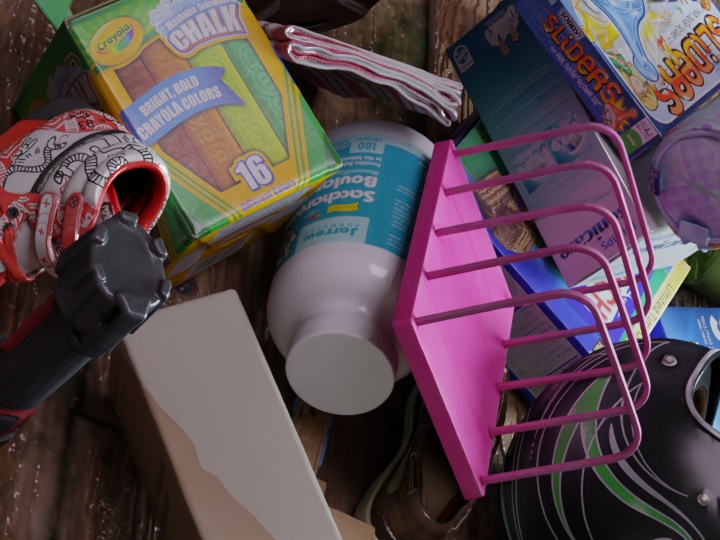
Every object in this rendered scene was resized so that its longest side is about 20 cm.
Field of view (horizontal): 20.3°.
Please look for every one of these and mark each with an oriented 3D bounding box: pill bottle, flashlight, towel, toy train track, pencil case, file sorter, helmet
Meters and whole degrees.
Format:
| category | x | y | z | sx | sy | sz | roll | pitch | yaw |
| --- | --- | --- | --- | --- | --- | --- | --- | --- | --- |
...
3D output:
| category | x | y | z | sx | sy | sz | roll | pitch | yaw |
| --- | --- | --- | --- | --- | --- | --- | --- | --- | --- |
| pill bottle | 0.000 | 0.000 | 1.308 | 0.110 | 0.111 | 0.201 | 34 | 36 | -19 |
| flashlight | -0.174 | 0.034 | 1.089 | 0.068 | 0.200 | 0.068 | 47 | 42 | -4 |
| towel | -0.038 | -0.138 | 1.352 | 0.145 | 0.199 | 0.030 | 16 | 91 | -32 |
| toy train track | -0.042 | 0.124 | 1.270 | 0.114 | 0.033 | 0.201 | 26 | 42 | -10 |
| pencil case | 0.273 | -0.083 | 1.404 | 0.200 | 0.082 | 0.092 | -36 | 126 | -54 |
| file sorter | 0.112 | 0.017 | 1.260 | 0.201 | 0.124 | 0.140 | -75 | 148 | -53 |
| helmet | 0.186 | 0.148 | 1.330 | 0.199 | 0.201 | 0.191 | -12 | 58 | -44 |

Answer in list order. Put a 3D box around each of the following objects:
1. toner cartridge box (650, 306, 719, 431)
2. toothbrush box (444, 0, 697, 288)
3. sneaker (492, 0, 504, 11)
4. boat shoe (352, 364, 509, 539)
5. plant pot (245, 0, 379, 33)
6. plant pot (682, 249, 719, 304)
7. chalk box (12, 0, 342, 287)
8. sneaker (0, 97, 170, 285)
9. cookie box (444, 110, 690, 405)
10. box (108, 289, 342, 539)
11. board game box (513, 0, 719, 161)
| category | x | y | z | sx | sy | sz | roll | pitch | yaw |
| --- | --- | --- | --- | --- | --- | --- | --- | --- | --- |
| toner cartridge box | 0.274 | 0.127 | 1.530 | 0.094 | 0.043 | 0.202 | 1 | 63 | -39 |
| toothbrush box | 0.173 | -0.100 | 1.451 | 0.146 | 0.085 | 0.201 | -11 | 69 | -50 |
| sneaker | 0.179 | -0.141 | 1.592 | 0.200 | 0.085 | 0.078 | 47 | 43 | -5 |
| boat shoe | 0.066 | 0.115 | 1.334 | 0.075 | 0.075 | 0.203 | 40 | 44 | -13 |
| plant pot | -0.054 | -0.286 | 1.399 | 0.199 | 0.200 | 0.200 | 9 | 57 | -36 |
| plant pot | 0.356 | -0.019 | 1.614 | 0.188 | 0.200 | 0.202 | 17 | 52 | -16 |
| chalk box | -0.127 | -0.105 | 1.259 | 0.124 | 0.124 | 0.201 | -29 | 84 | -32 |
| sneaker | -0.200 | -0.018 | 1.123 | 0.201 | 0.108 | 0.068 | -38 | 133 | -22 |
| cookie box | 0.130 | -0.017 | 1.476 | 0.200 | 0.075 | 0.171 | 48 | 41 | -6 |
| box | -0.076 | 0.123 | 1.159 | 0.077 | 0.095 | 0.201 | -15 | 61 | -19 |
| board game box | 0.200 | -0.169 | 1.436 | 0.136 | 0.034 | 0.200 | 53 | 36 | 0 |
